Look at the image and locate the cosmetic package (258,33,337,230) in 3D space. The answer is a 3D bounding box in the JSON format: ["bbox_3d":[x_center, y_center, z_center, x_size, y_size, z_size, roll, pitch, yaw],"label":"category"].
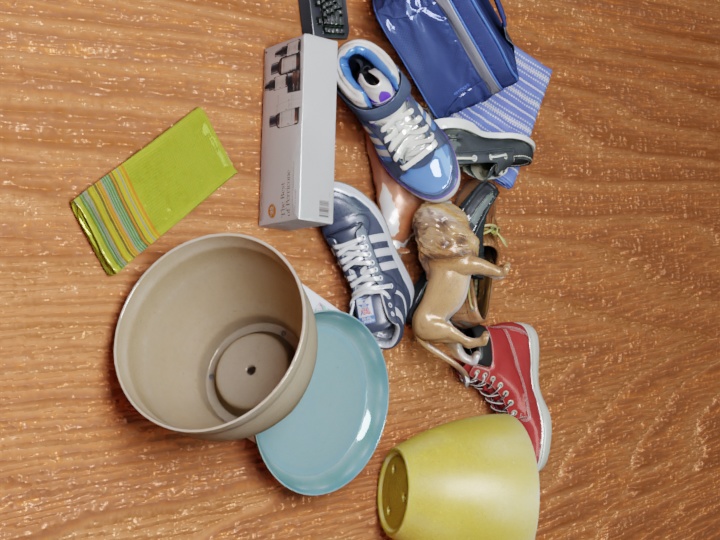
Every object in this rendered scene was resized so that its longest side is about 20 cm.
[{"bbox_3d":[-0.070,-0.149,1.414,0.050,0.082,0.203,6,82,-35],"label":"cosmetic package"}]

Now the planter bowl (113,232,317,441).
[{"bbox_3d":[-0.125,0.082,1.279,0.135,0.198,0.202,52,49,-61],"label":"planter bowl"}]

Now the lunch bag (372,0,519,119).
[{"bbox_3d":[0.106,-0.299,1.546,0.201,0.131,0.136,55,16,-30],"label":"lunch bag"}]

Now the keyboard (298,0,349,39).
[{"bbox_3d":[-0.063,-0.368,1.486,0.126,0.020,0.203,-10,93,-47],"label":"keyboard"}]

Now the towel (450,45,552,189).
[{"bbox_3d":[0.170,-0.221,1.685,0.144,0.024,0.202,30,64,-18],"label":"towel"}]

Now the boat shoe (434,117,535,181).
[{"bbox_3d":[0.146,-0.139,1.583,0.199,0.075,0.061,4,77,-43],"label":"boat shoe"}]

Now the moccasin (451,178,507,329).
[{"bbox_3d":[0.149,-0.026,1.640,0.073,0.077,0.203,36,57,-39],"label":"moccasin"}]

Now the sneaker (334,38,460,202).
[{"bbox_3d":[0.035,-0.167,1.437,0.201,0.080,0.146,58,8,7],"label":"sneaker"}]

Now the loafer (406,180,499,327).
[{"bbox_3d":[0.123,-0.012,1.575,0.202,0.070,0.068,-62,171,-1],"label":"loafer"}]

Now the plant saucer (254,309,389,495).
[{"bbox_3d":[-0.047,0.143,1.413,0.199,0.027,0.203,-4,96,-44],"label":"plant saucer"}]

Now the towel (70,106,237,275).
[{"bbox_3d":[-0.206,-0.084,1.314,0.200,0.018,0.087,-45,119,-39],"label":"towel"}]

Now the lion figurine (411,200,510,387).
[{"bbox_3d":[0.101,0.026,1.505,0.072,0.121,0.202,-44,150,-87],"label":"lion figurine"}]

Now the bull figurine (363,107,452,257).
[{"bbox_3d":[0.053,-0.105,1.558,0.121,0.065,0.202,-15,99,-50],"label":"bull figurine"}]

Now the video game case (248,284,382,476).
[{"bbox_3d":[-0.063,0.120,1.445,0.200,0.024,0.184,37,61,-39],"label":"video game case"}]

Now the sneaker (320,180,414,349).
[{"bbox_3d":[0.000,0.000,1.468,0.201,0.069,0.109,58,30,-30],"label":"sneaker"}]

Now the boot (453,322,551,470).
[{"bbox_3d":[0.174,0.167,1.664,0.143,0.072,0.202,3,77,-46],"label":"boot"}]

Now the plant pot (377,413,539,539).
[{"bbox_3d":[0.102,0.264,1.512,0.140,0.200,0.203,6,81,-19],"label":"plant pot"}]
